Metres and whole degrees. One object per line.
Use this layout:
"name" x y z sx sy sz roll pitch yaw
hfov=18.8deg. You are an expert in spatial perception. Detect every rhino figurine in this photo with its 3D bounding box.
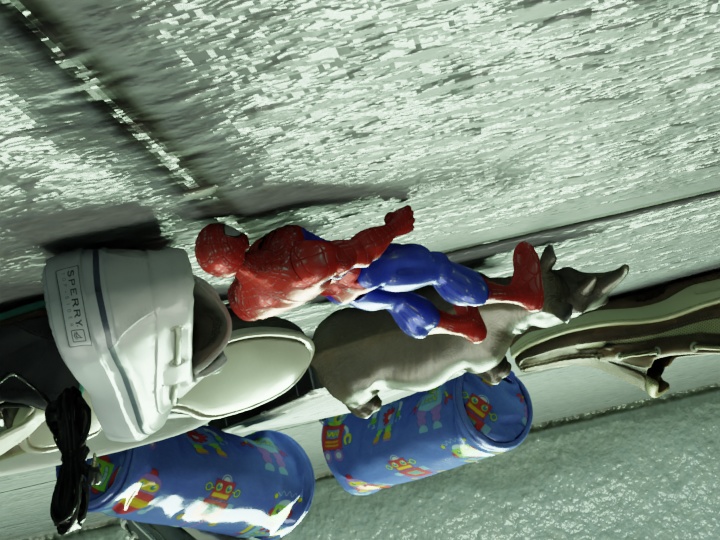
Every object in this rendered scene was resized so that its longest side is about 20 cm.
"rhino figurine" 0.061 0.032 1.241 0.199 0.060 0.087 -19 160 20

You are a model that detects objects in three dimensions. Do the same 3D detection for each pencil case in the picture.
"pencil case" 0.052 0.126 1.780 0.078 0.087 0.200 31 148 -28
"pencil case" -0.121 0.133 1.466 0.200 0.087 0.078 19 109 -49

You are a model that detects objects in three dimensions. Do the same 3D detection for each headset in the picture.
"headset" -0.205 0.062 0.916 0.199 0.094 0.123 6 164 -32

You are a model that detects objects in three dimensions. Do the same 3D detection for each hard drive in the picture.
"hard drive" -0.013 0.076 1.530 0.139 0.038 0.200 -9 171 -27

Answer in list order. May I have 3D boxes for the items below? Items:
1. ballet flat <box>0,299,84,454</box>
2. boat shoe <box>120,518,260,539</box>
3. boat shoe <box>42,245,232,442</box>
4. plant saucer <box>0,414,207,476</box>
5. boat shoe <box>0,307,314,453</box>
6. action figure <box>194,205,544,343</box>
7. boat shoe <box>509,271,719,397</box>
"ballet flat" -0.214 0.068 1.038 0.199 0.073 0.073 -15 172 22
"boat shoe" -0.145 0.181 1.546 0.062 0.200 0.073 -56 169 12
"boat shoe" -0.089 0.033 0.959 0.066 0.074 0.200 -10 171 1
"plant saucer" -0.186 0.083 1.251 0.199 0.050 0.200 -13 173 -2
"boat shoe" -0.110 0.044 1.133 0.200 0.057 0.067 -10 137 -43
"action figure" 0.000 0.000 0.966 0.065 0.052 0.200 -25 161 36
"boat shoe" 0.202 0.057 1.583 0.202 0.075 0.075 -17 171 32
